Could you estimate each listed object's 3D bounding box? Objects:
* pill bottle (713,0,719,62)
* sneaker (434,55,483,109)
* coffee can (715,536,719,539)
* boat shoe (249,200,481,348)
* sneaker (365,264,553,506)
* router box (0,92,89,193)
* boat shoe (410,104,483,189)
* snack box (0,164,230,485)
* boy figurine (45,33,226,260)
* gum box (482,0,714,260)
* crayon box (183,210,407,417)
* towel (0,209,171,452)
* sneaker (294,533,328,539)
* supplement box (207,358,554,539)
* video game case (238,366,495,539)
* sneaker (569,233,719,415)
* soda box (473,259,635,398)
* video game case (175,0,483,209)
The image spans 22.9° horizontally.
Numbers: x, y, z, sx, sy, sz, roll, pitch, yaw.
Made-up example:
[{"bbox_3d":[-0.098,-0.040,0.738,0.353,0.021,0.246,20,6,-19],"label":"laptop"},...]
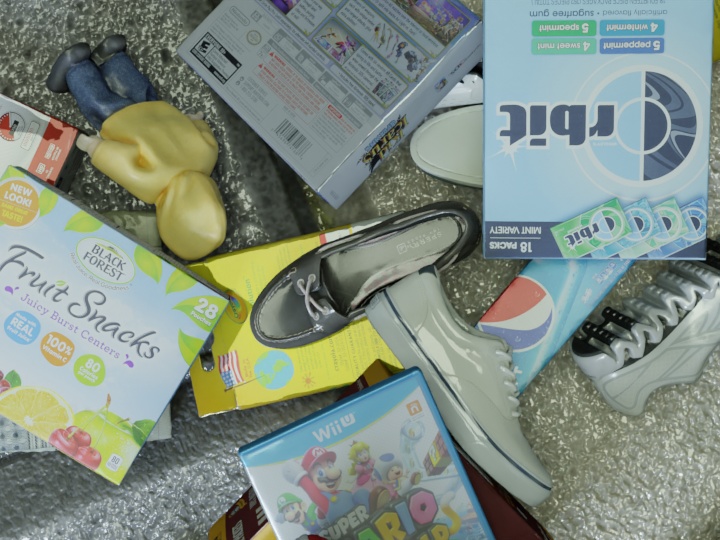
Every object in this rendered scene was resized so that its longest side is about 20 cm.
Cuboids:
[{"bbox_3d":[0.264,-0.219,1.384,0.199,0.112,0.113,-26,85,3],"label":"pill bottle"},{"bbox_3d":[0.067,-0.163,1.417,0.198,0.080,0.074,-10,87,6],"label":"sneaker"},{"bbox_3d":[0.322,0.253,1.333,0.200,0.146,0.147,-38,84,2],"label":"coffee can"},{"bbox_3d":[0.000,0.000,1.373,0.199,0.057,0.067,-26,85,3],"label":"boat shoe"},{"bbox_3d":[0.088,0.085,1.328,0.071,0.073,0.200,-38,93,9],"label":"sneaker"},{"bbox_3d":[-0.345,-0.059,1.464,0.178,0.049,0.201,24,89,6],"label":"router box"},{"bbox_3d":[0.139,-0.088,1.411,0.198,0.062,0.073,-2,66,3],"label":"boat shoe"},{"bbox_3d":[-0.226,0.040,1.373,0.199,0.068,0.169,32,90,-5],"label":"snack box"},{"bbox_3d":[-0.164,-0.098,1.423,0.200,0.124,0.064,53,134,12],"label":"boy figurine"},{"bbox_3d":[0.175,-0.110,1.326,0.168,0.045,0.202,1,103,4],"label":"gum box"},{"bbox_3d":[-0.045,0.036,1.429,0.198,0.051,0.128,-12,86,4],"label":"crayon box"},{"bbox_3d":[-0.249,0.051,1.430,0.198,0.035,0.194,-3,92,-10],"label":"towel"},{"bbox_3d":[0.044,0.238,1.231,0.112,0.071,0.200,-35,107,4],"label":"sneaker"},{"bbox_3d":[0.020,0.215,1.347,0.197,0.133,0.200,-45,99,1],"label":"supplement box"},{"bbox_3d":[0.017,0.188,1.267,0.142,0.018,0.201,-24,99,-2],"label":"video game case"},{"bbox_3d":[0.262,0.037,1.398,0.199,0.075,0.081,-33,110,-4],"label":"sneaker"},{"bbox_3d":[0.134,0.041,1.403,0.064,0.068,0.200,40,91,5],"label":"soda box"},{"bbox_3d":[-0.022,-0.177,1.405,0.181,0.045,0.200,-46,59,2],"label":"video game case"}]
